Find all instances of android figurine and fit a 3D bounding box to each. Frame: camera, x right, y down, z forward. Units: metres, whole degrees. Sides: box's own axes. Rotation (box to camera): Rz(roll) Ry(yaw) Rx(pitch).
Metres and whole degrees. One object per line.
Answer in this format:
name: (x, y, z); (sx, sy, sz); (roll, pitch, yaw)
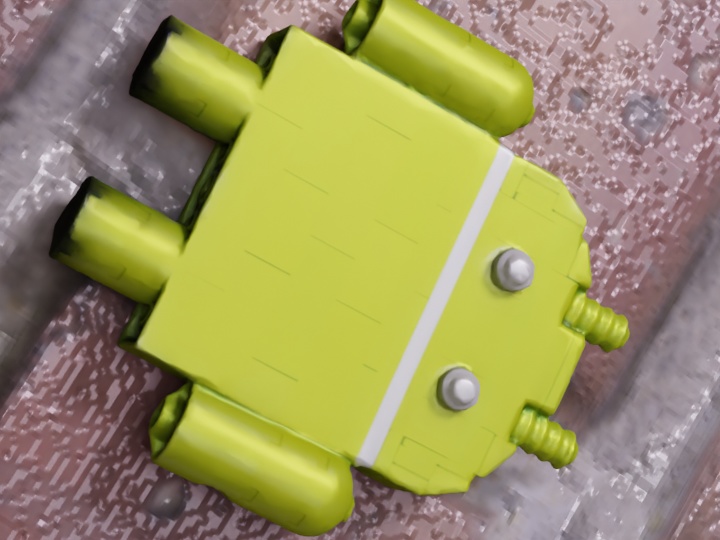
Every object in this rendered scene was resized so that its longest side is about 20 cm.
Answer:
android figurine: (0.000, 0.000, 0.702); (0.199, 0.041, 0.183); (30, 80, -14)
